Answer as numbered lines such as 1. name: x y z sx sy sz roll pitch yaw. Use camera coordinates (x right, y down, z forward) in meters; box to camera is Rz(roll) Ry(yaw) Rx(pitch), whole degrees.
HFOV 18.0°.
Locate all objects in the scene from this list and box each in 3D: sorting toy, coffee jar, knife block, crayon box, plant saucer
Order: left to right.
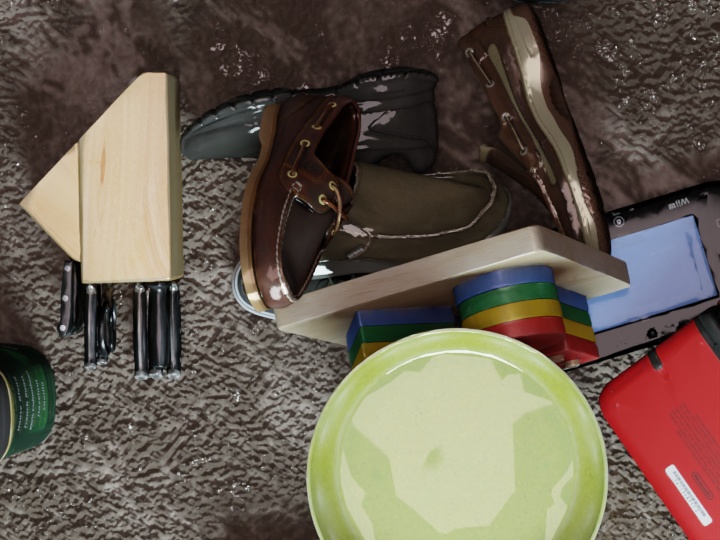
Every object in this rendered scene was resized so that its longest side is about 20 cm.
1. coffee jar: -0.289 0.100 1.648 0.103 0.200 0.086 -2 92 4
2. knife block: -0.159 -0.024 1.703 0.176 0.064 0.200 44 94 1
3. plant saucer: 0.064 0.134 1.505 0.198 0.031 0.202 0 100 1
4. crayon box: 0.074 0.143 1.624 0.171 0.200 0.059 -16 93 5
5. sorting toy: 0.073 0.041 1.592 0.199 0.198 0.070 -17 76 22

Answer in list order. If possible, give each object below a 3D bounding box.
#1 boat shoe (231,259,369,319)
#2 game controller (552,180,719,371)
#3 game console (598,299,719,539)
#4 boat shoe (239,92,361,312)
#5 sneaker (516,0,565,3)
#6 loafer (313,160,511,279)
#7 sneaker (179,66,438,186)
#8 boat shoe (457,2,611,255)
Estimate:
1. boat shoe: 0.000 0.000 1.696 0.198 0.057 0.069 -5 92 4
2. game controller: 0.204 0.005 1.690 0.198 0.042 0.105 -17 91 4
3. game console: 0.303 0.116 1.643 0.172 0.118 0.201 -40 80 29
4. boat shoe: -0.039 -0.054 1.569 0.070 0.201 0.071 -6 134 14
5. sneaker: 0.080 -0.281 1.670 0.198 0.078 0.141 16 94 3
6. loafer: 0.011 -0.040 1.644 0.198 0.076 0.070 -11 134 2
7. sneaker: -0.036 -0.095 1.690 0.198 0.076 0.092 -8 98 7
8. boat shoe: 0.124 -0.091 1.676 0.074 0.075 0.204 -20 75 10
